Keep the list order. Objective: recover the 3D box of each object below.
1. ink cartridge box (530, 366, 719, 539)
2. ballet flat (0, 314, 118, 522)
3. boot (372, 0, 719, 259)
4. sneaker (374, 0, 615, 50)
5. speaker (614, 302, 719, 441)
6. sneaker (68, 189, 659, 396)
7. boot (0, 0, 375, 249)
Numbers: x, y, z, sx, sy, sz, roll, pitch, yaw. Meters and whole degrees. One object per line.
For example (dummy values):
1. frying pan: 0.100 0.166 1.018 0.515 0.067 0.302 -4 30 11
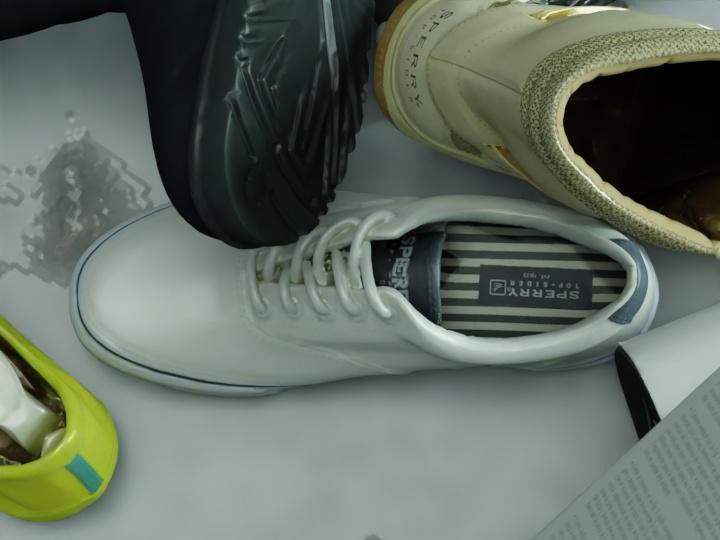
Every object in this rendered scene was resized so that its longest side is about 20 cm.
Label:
1. ink cartridge box: 0.121 0.084 0.772 0.200 0.163 0.057 -41 113 9
2. ballet flat: -0.164 0.011 0.918 0.200 0.067 0.067 36 82 9
3. boot: 0.118 -0.038 0.849 0.199 0.155 0.073 15 94 -21
4. sneaker: 0.089 -0.131 0.938 0.199 0.074 0.080 -22 73 -3
5. speaker: 0.185 0.026 0.894 0.199 0.081 0.082 -22 78 -2
6. sneaker: 0.000 0.000 0.911 0.199 0.071 0.074 -4 77 1
7. boot: -0.082 -0.084 0.892 0.167 0.077 0.201 -7 52 24
